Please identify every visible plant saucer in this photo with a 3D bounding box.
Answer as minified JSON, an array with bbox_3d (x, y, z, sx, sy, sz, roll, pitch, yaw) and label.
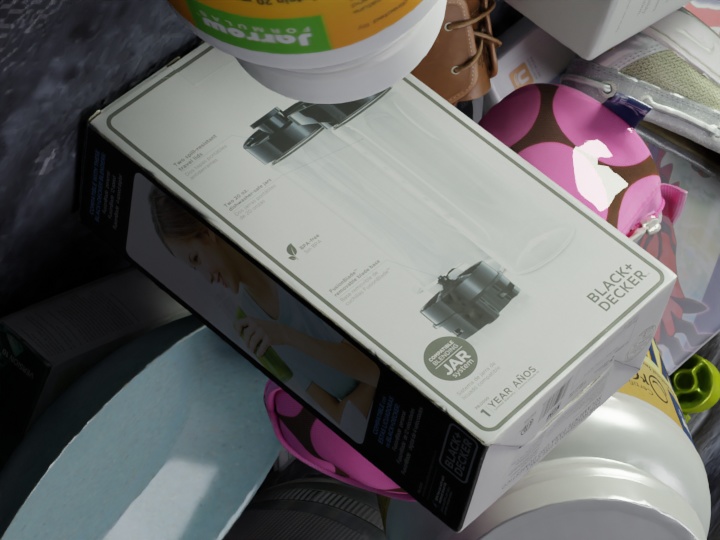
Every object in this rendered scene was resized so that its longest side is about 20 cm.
[{"bbox_3d":[-0.099,0.084,1.013,0.201,0.039,0.201,-42,157,-23],"label":"plant saucer"}]

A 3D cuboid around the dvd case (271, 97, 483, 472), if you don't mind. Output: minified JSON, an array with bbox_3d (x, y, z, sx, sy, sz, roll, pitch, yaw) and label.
[{"bbox_3d":[0.000,0.000,1.196,0.150,0.025,0.200,-43,159,-22],"label":"dvd case"}]

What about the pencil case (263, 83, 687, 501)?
[{"bbox_3d":[0.049,0.010,1.041,0.200,0.094,0.091,-50,171,-28],"label":"pencil case"}]

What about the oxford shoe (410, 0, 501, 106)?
[{"bbox_3d":[0.033,-0.110,0.998,0.071,0.071,0.200,-34,157,-33],"label":"oxford shoe"}]

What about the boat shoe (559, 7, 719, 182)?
[{"bbox_3d":[0.178,-0.056,1.194,0.202,0.074,0.065,38,79,-28],"label":"boat shoe"}]

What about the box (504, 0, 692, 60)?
[{"bbox_3d":[0.136,-0.193,1.056,0.200,0.097,0.124,-31,151,-42],"label":"box"}]

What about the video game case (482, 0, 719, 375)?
[{"bbox_3d":[0.159,-0.068,1.235,0.182,0.023,0.200,-39,118,-21],"label":"video game case"}]

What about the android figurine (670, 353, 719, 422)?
[{"bbox_3d":[0.124,0.115,1.337,0.182,0.041,0.200,-49,166,3],"label":"android figurine"}]

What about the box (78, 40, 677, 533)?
[{"bbox_3d":[0.004,-0.010,0.941,0.117,0.200,0.060,-40,158,-33],"label":"box"}]

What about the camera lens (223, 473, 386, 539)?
[{"bbox_3d":[-0.039,0.200,1.225,0.160,0.160,0.200,-62,169,25],"label":"camera lens"}]

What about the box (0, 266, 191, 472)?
[{"bbox_3d":[-0.126,0.086,1.065,0.144,0.036,0.200,-22,144,-52],"label":"box"}]

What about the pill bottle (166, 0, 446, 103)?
[{"bbox_3d":[-0.023,-0.133,0.804,0.111,0.111,0.200,-47,159,-11],"label":"pill bottle"}]

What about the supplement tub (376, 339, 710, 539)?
[{"bbox_3d":[0.076,0.081,1.125,0.144,0.200,0.144,-5,128,-7],"label":"supplement tub"}]
